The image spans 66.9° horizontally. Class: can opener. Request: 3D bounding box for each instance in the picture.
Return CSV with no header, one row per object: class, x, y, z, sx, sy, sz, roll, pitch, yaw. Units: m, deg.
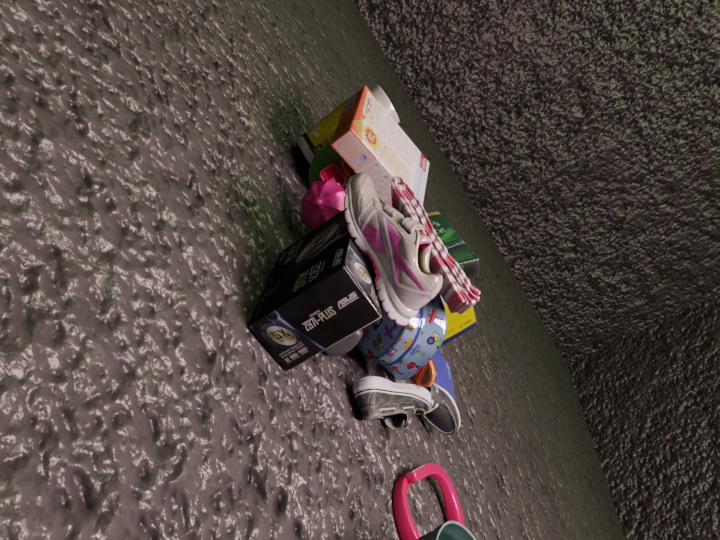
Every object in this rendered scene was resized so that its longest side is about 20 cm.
can opener,0.011,0.052,0.808,0.067,0.198,0.054,46,17,-19

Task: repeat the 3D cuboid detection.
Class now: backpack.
backpack,0.046,0.064,0.887,0.131,0.183,0.205,18,42,-35

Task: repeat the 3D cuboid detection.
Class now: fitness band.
fitness band,0.112,0.387,0.863,0.198,0.037,0.148,19,49,-60

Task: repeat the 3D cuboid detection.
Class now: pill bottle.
pill bottle,-0.022,-0.274,1.096,0.114,0.197,0.113,53,4,-6

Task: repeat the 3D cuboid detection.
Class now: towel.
towel,0.102,-0.032,0.786,0.204,0.029,0.147,60,-3,10

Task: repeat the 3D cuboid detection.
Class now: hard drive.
hard drive,0.141,0.193,1.175,0.201,0.025,0.134,50,24,-29

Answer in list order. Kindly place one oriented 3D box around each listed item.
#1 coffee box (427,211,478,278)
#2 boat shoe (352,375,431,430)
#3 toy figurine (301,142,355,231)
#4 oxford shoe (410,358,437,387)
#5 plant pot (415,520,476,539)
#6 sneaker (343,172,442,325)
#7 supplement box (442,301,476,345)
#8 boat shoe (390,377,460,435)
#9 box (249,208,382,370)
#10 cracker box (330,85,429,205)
coffee box,0.140,-0.045,1.088,0.202,0.118,0.045,-116,-164,-54
boat shoe,0.054,0.226,0.893,0.197,0.071,0.073,23,52,-46
toy figurine,-0.038,-0.107,0.979,0.204,0.146,0.186,59,26,-19
oxford shoe,0.098,0.124,0.970,0.071,0.073,0.202,11,32,-30
plant pot,0.079,0.412,0.615,0.201,0.132,0.204,47,26,-31
sneaker,0.046,-0.040,0.702,0.206,0.086,0.081,65,21,8
supplement box,0.170,0.043,1.193,0.110,0.106,0.205,51,-16,55
boat shoe,0.113,0.230,1.009,0.201,0.075,0.060,50,21,1
box,-0.049,0.013,0.761,0.087,0.161,0.202,51,24,-21
cracker box,0.041,-0.209,0.984,0.199,0.057,0.137,43,42,-27
